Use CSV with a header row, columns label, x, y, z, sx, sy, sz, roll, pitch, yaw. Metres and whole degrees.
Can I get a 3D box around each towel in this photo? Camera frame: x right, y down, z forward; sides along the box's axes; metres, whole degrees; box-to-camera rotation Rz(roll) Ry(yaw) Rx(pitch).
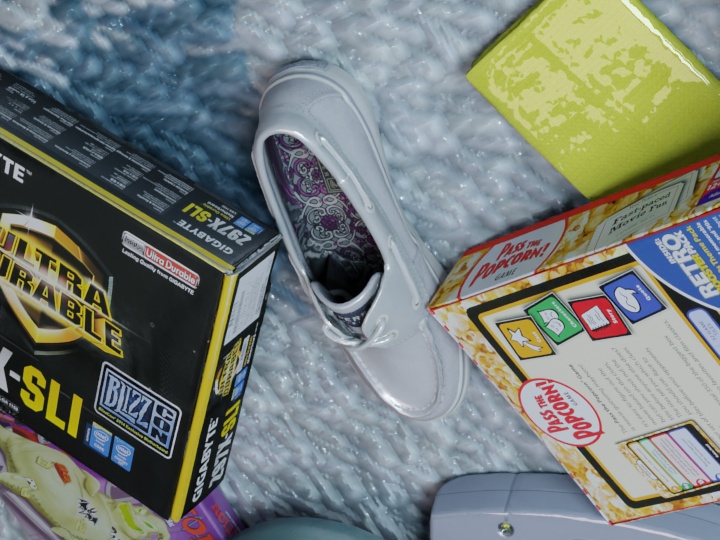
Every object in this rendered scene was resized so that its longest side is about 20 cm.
label,x,y,z,sx,sy,sz,roll,pitch,yaw
towel,0.145,-0.048,0.907,0.200,0.018,0.086,42,121,-12

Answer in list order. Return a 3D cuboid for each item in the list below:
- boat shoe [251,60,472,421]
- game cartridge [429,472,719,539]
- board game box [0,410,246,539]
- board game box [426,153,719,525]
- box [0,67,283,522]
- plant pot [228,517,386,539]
label,x,y,z,sx,sy,sz,roll,pitch,yaw
boat shoe,0.000,0.000,0.956,0.071,0.069,0.201,-3,123,21
game cartridge,0.134,0.171,1.054,0.198,0.041,0.134,9,130,12
board game box,-0.143,0.120,1.119,0.119,0.032,0.201,-20,116,25
board game box,0.146,0.035,0.909,0.152,0.046,0.199,49,142,-17
box,-0.142,0.008,0.987,0.199,0.049,0.161,31,130,19
plant pot,-0.034,0.249,1.046,0.199,0.134,0.202,14,122,24
